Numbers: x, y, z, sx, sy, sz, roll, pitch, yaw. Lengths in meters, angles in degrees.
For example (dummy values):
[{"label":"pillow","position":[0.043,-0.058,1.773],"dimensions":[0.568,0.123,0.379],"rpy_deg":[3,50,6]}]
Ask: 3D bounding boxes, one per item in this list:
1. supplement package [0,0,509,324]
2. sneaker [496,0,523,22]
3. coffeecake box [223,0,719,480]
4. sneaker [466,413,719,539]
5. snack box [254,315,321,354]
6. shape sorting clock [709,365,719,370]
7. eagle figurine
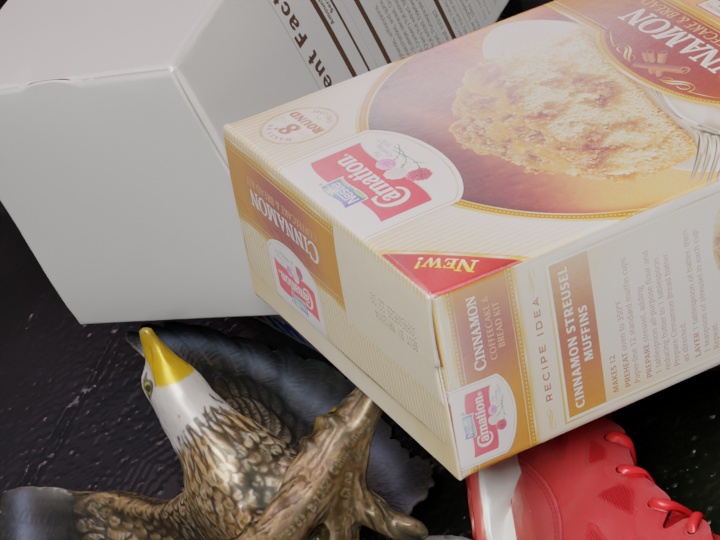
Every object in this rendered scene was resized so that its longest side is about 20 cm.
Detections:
[{"label":"supplement package","position":[-0.046,-0.089,1.136],"dimensions":[0.121,0.120,0.200],"rpy_deg":[-3,41,37]},{"label":"sneaker","position":[0.018,-0.084,1.248],"dimensions":[0.104,0.060,0.200],"rpy_deg":[-23,32,12]},{"label":"coffeecake box","position":[0.077,-0.027,1.005],"dimensions":[0.199,0.073,0.153],"rpy_deg":[-22,32,-19]},{"label":"sneaker","position":[0.098,0.090,0.989],"dimensions":[0.115,0.078,0.201],"rpy_deg":[-11,54,16]},{"label":"snack box","position":[0.000,0.000,1.183],"dimensions":[0.072,0.024,0.200],"rpy_deg":[-52,38,-10]},{"label":"shape sorting clock","position":[0.164,-0.044,1.103],"dimensions":[0.199,0.039,0.201],"rpy_deg":[-26,42,26]},{"label":"eagle figurine","position":[-0.046,0.084,1.073],"dimensions":[0.151,0.152,0.200],"rpy_deg":[-1,-7,-20]}]
